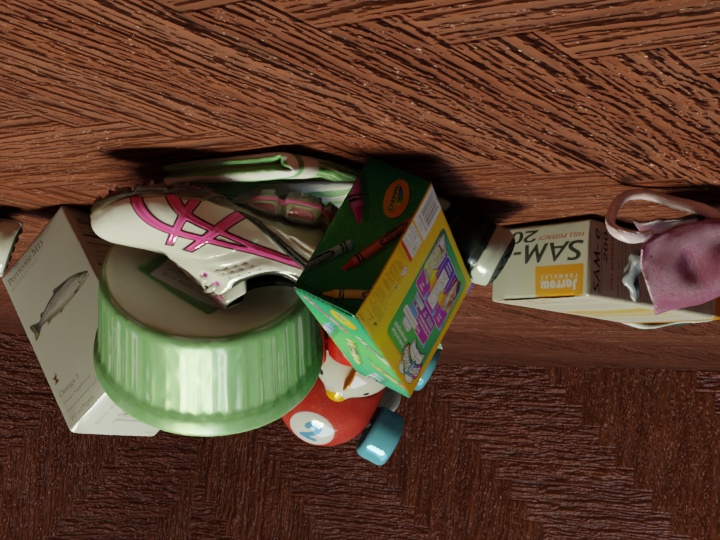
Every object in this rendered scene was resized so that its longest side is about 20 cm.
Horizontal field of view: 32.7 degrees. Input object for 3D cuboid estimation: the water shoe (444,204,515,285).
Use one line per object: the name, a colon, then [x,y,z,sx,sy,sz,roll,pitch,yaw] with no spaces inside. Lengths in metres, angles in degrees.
water shoe: [0.085,-0.028,1.143,0.079,0.072,0.200,33,170,-6]

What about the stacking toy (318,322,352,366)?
stacking toy: [-0.080,0.065,1.133,0.198,0.086,0.085,-1,172,2]

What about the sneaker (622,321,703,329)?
sneaker: [0.317,0.038,1.419,0.199,0.071,0.099,4,169,-33]

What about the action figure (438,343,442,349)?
action figure: [0.000,0.000,1.145,0.200,0.055,0.118,27,-163,-47]

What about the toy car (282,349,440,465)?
toy car: [-0.016,0.102,1.282,0.184,0.178,0.200,28,173,-3]

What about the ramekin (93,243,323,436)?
ramekin: [-0.128,0.033,1.036,0.198,0.201,0.098,4,130,-2]

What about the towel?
towel: [-0.043,-0.065,1.017,0.152,0.024,0.199,-3,170,38]

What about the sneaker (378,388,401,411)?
sneaker: [-0.047,0.109,1.438,0.199,0.077,0.111,27,168,-3]

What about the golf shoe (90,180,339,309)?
golf shoe: [-0.118,-0.019,0.957,0.198,0.093,0.073,6,170,6]

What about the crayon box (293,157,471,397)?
crayon box: [0.025,0.012,0.984,0.058,0.119,0.200,24,165,23]

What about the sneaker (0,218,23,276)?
sneaker: [-0.418,-0.031,1.328,0.081,0.076,0.200,21,165,-17]

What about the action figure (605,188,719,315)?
action figure: [0.310,-0.029,0.956,0.199,0.134,0.149,-15,121,29]

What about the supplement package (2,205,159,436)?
supplement package: [-0.256,0.053,1.243,0.117,0.200,0.117,-46,149,21]

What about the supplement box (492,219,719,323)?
supplement box: [0.242,0.004,1.193,0.199,0.074,0.126,10,171,-38]

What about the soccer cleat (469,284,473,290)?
soccer cleat: [0.038,-0.003,1.301,0.199,0.067,0.076,9,167,-19]
